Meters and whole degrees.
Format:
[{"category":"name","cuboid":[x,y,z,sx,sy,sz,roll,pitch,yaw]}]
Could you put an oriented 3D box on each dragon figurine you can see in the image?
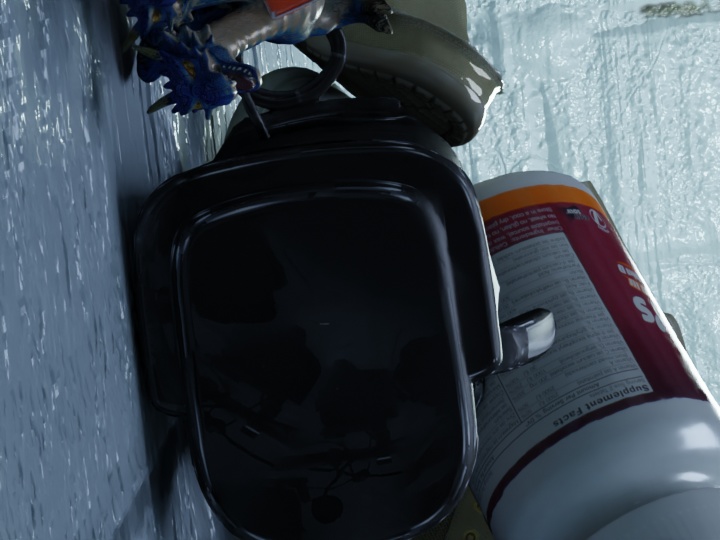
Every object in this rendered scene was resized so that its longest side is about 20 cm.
[{"category":"dragon figurine","cuboid":[-0.052,-0.100,0.745,0.200,0.099,0.059,-140,-141,-66]}]

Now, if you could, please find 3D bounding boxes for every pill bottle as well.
[{"category":"pill bottle","cuboid":[0.092,0.063,0.920,0.110,0.109,0.200,80,-14,-56]}]

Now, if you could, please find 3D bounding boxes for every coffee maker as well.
[{"category":"coffee maker","cuboid":[-0.021,-0.006,0.789,0.192,0.135,0.200,59,3,-3]}]

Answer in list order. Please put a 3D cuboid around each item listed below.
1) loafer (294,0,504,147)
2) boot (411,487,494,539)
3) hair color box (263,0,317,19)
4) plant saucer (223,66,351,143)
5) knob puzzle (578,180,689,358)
[{"category":"loafer","cuboid":[0.016,-0.109,0.967,0.068,0.076,0.200,-54,-157,2]},{"category":"boot","cuboid":[0.076,0.142,1.055,0.073,0.155,0.200,-46,-174,44]},{"category":"hair color box","cuboid":[-0.038,-0.179,0.600,0.200,0.064,0.111,63,7,-12]},{"category":"plant saucer","cuboid":[0.000,0.000,1.019,0.200,0.050,0.201,-8,90,-66]},{"category":"knob puzzle","cuboid":[0.134,0.085,1.035,0.220,0.030,0.220,169,-90,-73]}]
